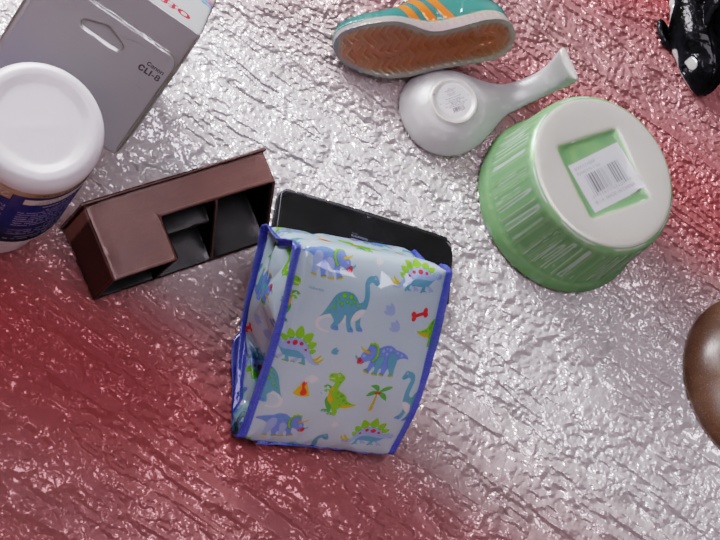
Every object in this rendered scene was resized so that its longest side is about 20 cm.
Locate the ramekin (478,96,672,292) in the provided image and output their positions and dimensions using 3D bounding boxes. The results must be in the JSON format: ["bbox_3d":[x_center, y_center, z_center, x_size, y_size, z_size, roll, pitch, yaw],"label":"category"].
[{"bbox_3d":[0.234,-0.086,1.783,0.199,0.098,0.201,10,67,-23],"label":"ramekin"}]

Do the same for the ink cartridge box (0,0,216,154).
[{"bbox_3d":[-0.227,-0.232,1.533,0.145,0.145,0.200,34,23,-12],"label":"ink cartridge box"}]

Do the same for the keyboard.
[{"bbox_3d":[0.000,0.000,1.682,0.199,0.021,0.128,16,64,-19],"label":"keyboard"}]

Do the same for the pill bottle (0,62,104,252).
[{"bbox_3d":[-0.300,-0.090,1.458,0.115,0.200,0.116,8,69,-21],"label":"pill bottle"}]

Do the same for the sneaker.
[{"bbox_3d":[0.060,-0.257,1.787,0.199,0.072,0.080,-5,39,-16],"label":"sneaker"}]

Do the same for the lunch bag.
[{"bbox_3d":[-0.025,0.071,1.582,0.169,0.127,0.201,8,97,-21],"label":"lunch bag"}]

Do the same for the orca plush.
[{"bbox_3d":[0.414,-0.308,1.973,0.105,0.071,0.201,25,62,-16],"label":"orca plush"}]

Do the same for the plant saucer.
[{"bbox_3d":[0.448,0.120,1.849,0.199,0.037,0.201,9,67,-22],"label":"plant saucer"}]

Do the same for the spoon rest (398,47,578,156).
[{"bbox_3d":[0.134,-0.184,1.805,0.199,0.061,0.100,-18,78,-17],"label":"spoon rest"}]

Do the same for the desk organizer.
[{"bbox_3d":[-0.171,-0.045,1.584,0.199,0.072,0.077,-20,83,-31],"label":"desk organizer"}]
